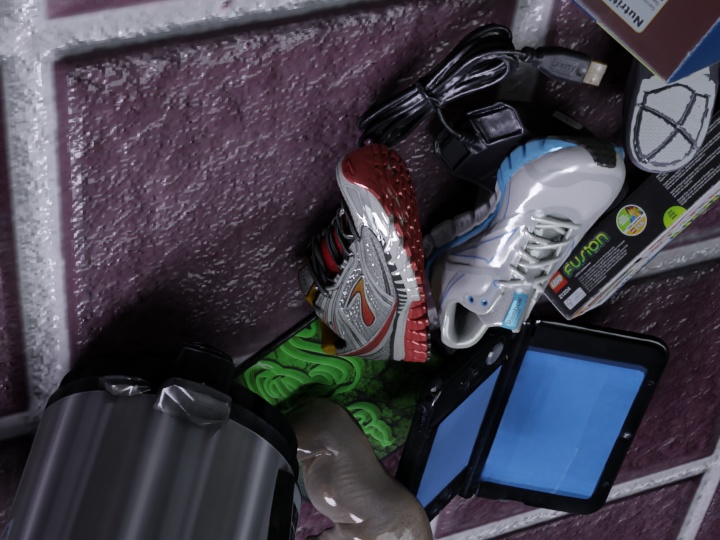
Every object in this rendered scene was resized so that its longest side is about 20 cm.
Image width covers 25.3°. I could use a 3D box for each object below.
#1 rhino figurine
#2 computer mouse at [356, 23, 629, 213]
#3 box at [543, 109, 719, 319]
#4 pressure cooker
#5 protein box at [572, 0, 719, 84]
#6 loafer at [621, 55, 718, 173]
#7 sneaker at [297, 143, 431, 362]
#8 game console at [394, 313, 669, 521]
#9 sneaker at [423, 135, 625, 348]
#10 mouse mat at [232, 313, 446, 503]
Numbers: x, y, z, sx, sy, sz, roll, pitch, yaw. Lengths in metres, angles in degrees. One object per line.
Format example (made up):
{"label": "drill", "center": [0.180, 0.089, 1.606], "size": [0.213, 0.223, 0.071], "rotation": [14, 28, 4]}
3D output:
{"label": "rhino figurine", "center": [0.002, 0.176, 1.135], "size": [0.087, 0.201, 0.060], "rotation": [-38, -178, 23]}
{"label": "computer mouse", "center": [0.107, -0.095, 0.977], "size": [0.199, 0.046, 0.140], "rotation": [19, 145, -34]}
{"label": "box", "center": [0.213, -0.050, 1.080], "size": [0.200, 0.035, 0.110], "rotation": [-45, 169, 19]}
{"label": "pressure cooker", "center": [-0.128, 0.145, 1.000], "size": [0.174, 0.202, 0.179], "rotation": [-10, 141, 30]}
{"label": "protein box", "center": [0.185, -0.216, 0.766], "size": [0.200, 0.135, 0.198], "rotation": [-51, 169, 26]}
{"label": "loafer", "center": [0.196, -0.161, 0.970], "size": [0.071, 0.063, 0.202], "rotation": [8, 116, -13]}
{"label": "sneaker", "center": [0.000, 0.000, 0.999], "size": [0.081, 0.078, 0.201], "rotation": [-5, 143, 1]}
{"label": "game console", "center": [0.116, 0.135, 1.187], "size": [0.176, 0.116, 0.201], "rotation": [-38, 152, -43]}
{"label": "sneaker", "center": [0.103, -0.011, 0.995], "size": [0.074, 0.087, 0.200], "rotation": [12, 149, -20]}
{"label": "mouse mat", "center": [-0.016, 0.096, 1.165], "size": [0.160, 0.008, 0.200], "rotation": [-36, 141, 8]}
